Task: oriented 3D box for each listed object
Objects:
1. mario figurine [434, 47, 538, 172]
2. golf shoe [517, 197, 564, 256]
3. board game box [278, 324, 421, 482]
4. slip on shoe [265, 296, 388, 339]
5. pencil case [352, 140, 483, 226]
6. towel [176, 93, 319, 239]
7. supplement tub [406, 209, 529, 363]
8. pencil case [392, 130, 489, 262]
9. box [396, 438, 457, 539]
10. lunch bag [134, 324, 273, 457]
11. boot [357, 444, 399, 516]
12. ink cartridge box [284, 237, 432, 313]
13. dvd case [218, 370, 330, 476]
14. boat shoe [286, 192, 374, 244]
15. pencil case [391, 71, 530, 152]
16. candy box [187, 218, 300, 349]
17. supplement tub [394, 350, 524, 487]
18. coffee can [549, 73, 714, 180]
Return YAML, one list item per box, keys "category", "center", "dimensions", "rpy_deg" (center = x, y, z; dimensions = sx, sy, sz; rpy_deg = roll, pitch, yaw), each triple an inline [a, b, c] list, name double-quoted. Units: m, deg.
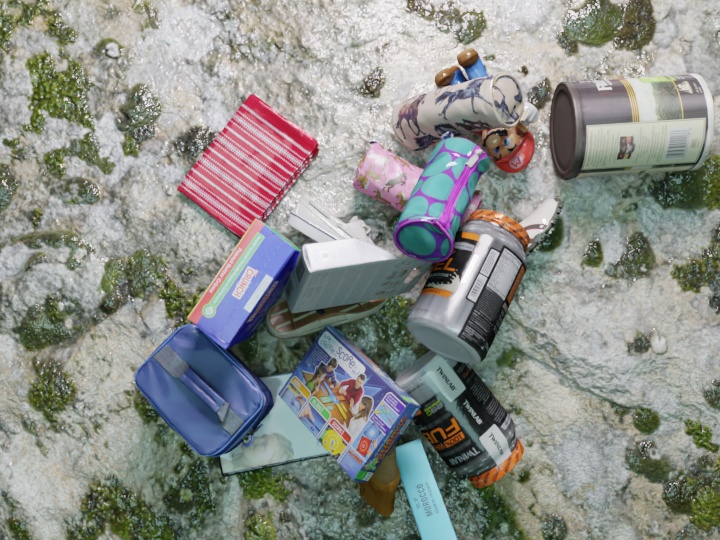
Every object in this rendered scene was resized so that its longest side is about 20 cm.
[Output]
- category: "mario figurine"
  center: [0.192, -0.237, 1.147]
  dimensions: [0.106, 0.123, 0.200]
  rpy_deg: [-32, 85, -13]
- category: "golf shoe"
  center: [0.233, -0.048, 1.166]
  dimensions: [0.088, 0.077, 0.200]
  rpy_deg: [42, 89, 8]
- category: "board game box"
  center: [-0.022, 0.189, 1.090]
  dimensions: [0.200, 0.034, 0.136]
  rpy_deg: [40, 98, 40]
- category: "slip on shoe"
  center: [-0.053, 0.061, 1.174]
  dimensions: [0.200, 0.061, 0.076]
  rpy_deg: [-21, 73, -18]
- category: "pencil case"
  center: [0.089, -0.125, 1.161]
  dimensions: [0.200, 0.083, 0.087]
  rpy_deg: [26, 79, 1]
- category: "towel"
  center: [-0.178, -0.165, 1.193]
  dimensions: [0.145, 0.022, 0.200]
  rpy_deg: [38, 90, 1]
- category: "supplement tub"
  center: [0.159, 0.021, 1.070]
  dimensions: [0.122, 0.123, 0.200]
  rpy_deg: [29, 71, 0]
- category: "pencil case"
  center: [0.115, -0.103, 1.043]
  dimensions: [0.085, 0.092, 0.200]
  rpy_deg: [40, 50, -16]
- category: "box"
  center: [0.104, 0.359, 1.109]
  dimensions: [0.049, 0.082, 0.200]
  rpy_deg: [-19, 55, -1]
- category: "lunch bag"
  center: [-0.227, 0.186, 1.115]
  dimensions: [0.200, 0.132, 0.136]
  rpy_deg: [41, 83, 11]
- category: "boot"
  center: [0.001, 0.268, 1.156]
  dimensions: [0.071, 0.201, 0.144]
  rpy_deg: [-12, 130, -19]
- category: "ink cartridge box"
  center: [0.000, 0.000, 1.088]
  dimensions: [0.200, 0.160, 0.047]
  rpy_deg: [-10, 69, -19]
- category: "dvd case"
  center: [-0.136, 0.238, 1.189]
  dimensions: [0.199, 0.018, 0.143]
  rpy_deg: [-11, 89, 0]
- category: "boat shoe"
  center: [-0.016, -0.054, 1.171]
  dimensions: [0.200, 0.072, 0.066]
  rpy_deg: [30, 92, 8]
- category: "pencil case"
  center: [0.145, -0.231, 1.106]
  dimensions: [0.089, 0.200, 0.078]
  rpy_deg: [34, 63, -39]
- category: "candy box"
  center: [-0.159, 0.020, 1.101]
  dimensions: [0.077, 0.200, 0.169]
  rpy_deg: [36, 89, 0]
- category: "supplement tub"
  center: [0.150, 0.220, 1.137]
  dimensions: [0.122, 0.123, 0.200]
  rpy_deg: [-39, 89, 0]
- category: "coffee can"
  center: [0.402, -0.216, 1.131]
  dimensions: [0.199, 0.146, 0.147]
  rpy_deg: [-4, 89, -1]
